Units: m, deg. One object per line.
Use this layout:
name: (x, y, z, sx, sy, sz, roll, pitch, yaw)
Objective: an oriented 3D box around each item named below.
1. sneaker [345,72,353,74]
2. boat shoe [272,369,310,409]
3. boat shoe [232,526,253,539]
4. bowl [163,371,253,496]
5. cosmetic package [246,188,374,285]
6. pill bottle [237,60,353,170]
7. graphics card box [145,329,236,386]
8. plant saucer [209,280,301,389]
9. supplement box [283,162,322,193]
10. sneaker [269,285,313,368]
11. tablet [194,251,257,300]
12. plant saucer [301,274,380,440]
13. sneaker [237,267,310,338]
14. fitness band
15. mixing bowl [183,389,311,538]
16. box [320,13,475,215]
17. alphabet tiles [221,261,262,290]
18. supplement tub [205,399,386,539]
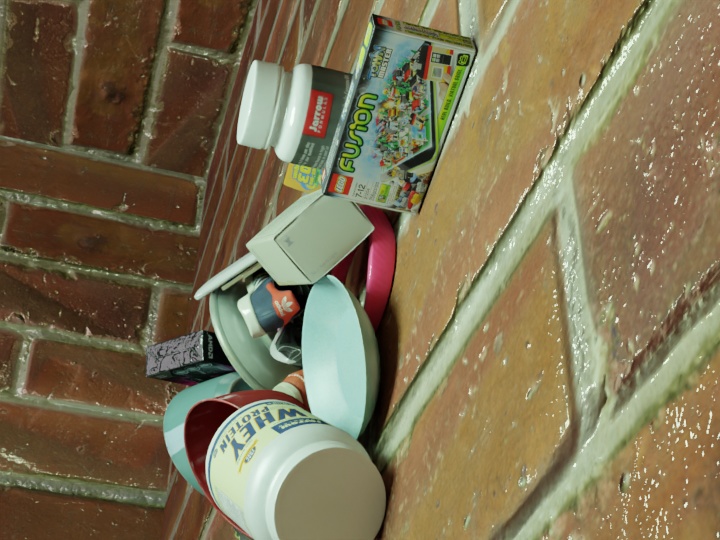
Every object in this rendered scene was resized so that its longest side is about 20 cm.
sneaker: (-0.045, -0.173, 1.513, 0.200, 0.095, 0.079, -91, 17, -45)
boat shoe: (-0.086, 0.217, 1.597, 0.063, 0.071, 0.200, -36, -39, -47)
boat shoe: (-0.146, 0.369, 1.706, 0.201, 0.072, 0.061, 146, 136, -71)
bowl: (-0.169, 0.225, 1.737, 0.105, 0.201, 0.201, -43, 32, 33)
cosmetic package: (-0.064, -0.040, 1.453, 0.103, 0.073, 0.200, -41, 9, -10)
pill bottle: (-0.032, -0.169, 1.371, 0.114, 0.199, 0.114, -169, 90, -78)
graphics card box: (-0.206, 0.140, 1.808, 0.125, 0.200, 0.051, -16, 66, 35)
plant saucer: (-0.136, 0.091, 1.749, 0.050, 0.200, 0.200, -31, 34, 19)
supplement box: (-0.051, -0.186, 1.692, 0.200, 0.069, 0.067, -77, 4, -53)
sneaker: (-0.078, 0.069, 1.656, 0.200, 0.080, 0.087, -114, 39, -68)
tablet: (-0.140, -0.024, 1.668, 0.200, 0.014, 0.130, -33, 6, 2)
plant saucer: (-0.016, 0.104, 1.367, 0.201, 0.039, 0.202, 176, 90, -68)
sneaker: (-0.106, 0.033, 1.618, 0.200, 0.084, 0.075, -93, -21, -73)
fitness band: (0.000, 0.000, 1.462, 0.200, 0.037, 0.144, -115, 38, -68)
mixing bowl: (-0.111, 0.223, 1.497, 0.108, 0.200, 0.200, -32, -24, -41)
box: (0.036, -0.159, 1.268, 0.035, 0.110, 0.200, -98, 22, -55)
alphabet tiles: (-0.117, -0.027, 1.665, 0.167, 0.008, 0.200, -34, 7, 0)
supplement tub: (-0.070, 0.224, 1.283, 0.200, 0.145, 0.145, 12, 91, 65)
